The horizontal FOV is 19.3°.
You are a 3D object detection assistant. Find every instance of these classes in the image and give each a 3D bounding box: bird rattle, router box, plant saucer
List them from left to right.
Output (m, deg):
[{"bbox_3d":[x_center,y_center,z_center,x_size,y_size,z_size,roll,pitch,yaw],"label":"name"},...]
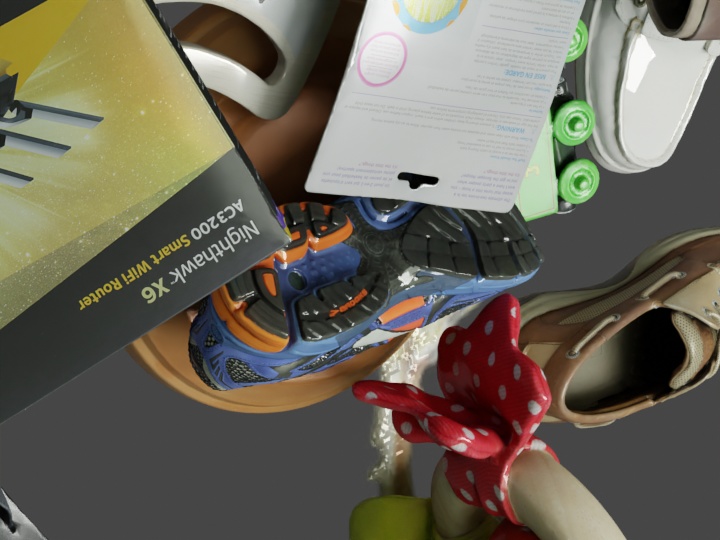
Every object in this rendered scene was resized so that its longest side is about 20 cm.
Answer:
[{"bbox_3d":[-0.149,-0.029,0.782,0.199,0.052,0.158,-32,107,1],"label":"router box"},{"bbox_3d":[-0.026,-0.029,0.941,0.199,0.037,0.202,-13,112,-32],"label":"plant saucer"},{"bbox_3d":[0.075,0.114,0.970,0.112,0.163,0.201,-33,156,-34],"label":"bird rattle"}]

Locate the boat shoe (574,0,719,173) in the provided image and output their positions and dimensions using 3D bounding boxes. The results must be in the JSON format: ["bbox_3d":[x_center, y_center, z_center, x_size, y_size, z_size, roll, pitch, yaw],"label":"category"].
[{"bbox_3d":[0.157,-0.139,1.011,0.070,0.069,0.202,1,106,-37],"label":"boat shoe"}]

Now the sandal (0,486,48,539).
[{"bbox_3d":[-0.175,0.103,0.876,0.076,0.043,0.200,-51,127,-10],"label":"sandal"}]

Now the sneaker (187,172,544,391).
[{"bbox_3d":[0.000,0.000,0.909,0.199,0.078,0.076,-15,71,-43],"label":"sneaker"}]

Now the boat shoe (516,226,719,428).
[{"bbox_3d":[0.153,0.034,1.066,0.199,0.072,0.076,-22,117,-28],"label":"boat shoe"}]

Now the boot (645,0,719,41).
[{"bbox_3d":[0.167,-0.194,0.860,0.145,0.070,0.201,-22,111,-21],"label":"boot"}]

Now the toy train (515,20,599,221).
[{"bbox_3d":[0.074,-0.116,0.982,0.056,0.042,0.202,-16,115,-18],"label":"toy train"}]

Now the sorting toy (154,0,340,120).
[{"bbox_3d":[-0.053,-0.156,0.836,0.199,0.107,0.181,9,102,-37],"label":"sorting toy"}]

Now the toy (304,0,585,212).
[{"bbox_3d":[0.043,-0.127,0.866,0.114,0.047,0.201,5,115,-38],"label":"toy"}]
